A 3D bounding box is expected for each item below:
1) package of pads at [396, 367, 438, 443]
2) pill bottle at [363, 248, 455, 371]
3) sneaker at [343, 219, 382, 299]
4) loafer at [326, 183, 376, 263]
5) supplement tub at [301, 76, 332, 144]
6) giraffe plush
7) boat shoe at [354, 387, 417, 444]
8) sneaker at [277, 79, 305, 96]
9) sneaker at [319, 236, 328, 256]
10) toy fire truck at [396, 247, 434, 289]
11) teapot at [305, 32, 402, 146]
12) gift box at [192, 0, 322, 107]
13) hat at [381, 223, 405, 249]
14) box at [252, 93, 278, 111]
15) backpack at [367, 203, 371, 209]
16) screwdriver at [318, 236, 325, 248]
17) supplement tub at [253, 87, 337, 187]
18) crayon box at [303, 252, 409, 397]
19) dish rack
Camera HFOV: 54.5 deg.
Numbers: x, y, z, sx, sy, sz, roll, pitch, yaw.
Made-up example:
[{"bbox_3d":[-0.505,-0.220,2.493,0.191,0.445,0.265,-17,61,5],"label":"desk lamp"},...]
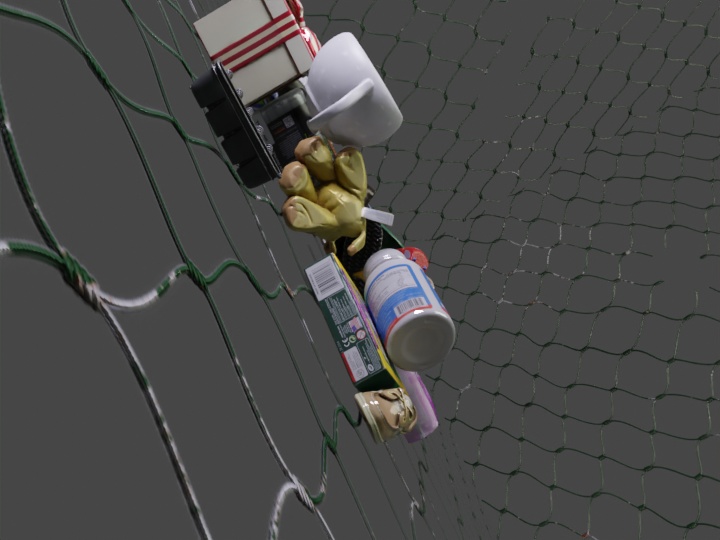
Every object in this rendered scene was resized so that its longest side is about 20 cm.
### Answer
[{"bbox_3d":[0.072,0.205,1.305,0.204,0.074,0.121,63,6,-10],"label":"package of pads"},{"bbox_3d":[0.067,0.053,1.103,0.114,0.110,0.202,60,4,-36],"label":"pill bottle"},{"bbox_3d":[0.000,0.000,1.305,0.090,0.068,0.207,75,23,-82],"label":"sneaker"},{"bbox_3d":[-0.016,-0.078,1.334,0.073,0.069,0.206,165,-59,-84],"label":"loafer"},{"bbox_3d":[-0.161,-0.419,1.878,0.202,0.142,0.147,59,4,-48],"label":"supplement tub"},{"bbox_3d":[-0.057,-0.110,1.191,0.197,0.176,0.162,31,-15,-13],"label":"giraffe plush"},{"bbox_3d":[0.040,0.192,0.962,0.076,0.065,0.200,63,3,15],"label":"boat shoe"},{"bbox_3d":[-0.104,-0.294,1.391,0.203,0.065,0.091,65,-4,-31],"label":"sneaker"},{"bbox_3d":[-0.067,-0.103,1.509,0.204,0.076,0.073,61,5,-8],"label":"sneaker"},{"bbox_3d":[0.087,0.046,1.240,0.048,0.204,0.139,35,-25,-28],"label":"toy fire truck"},{"bbox_3d":[-0.029,-0.280,1.166,0.200,0.144,0.200,61,8,32],"label":"teapot"},{"bbox_3d":[-0.176,-0.414,1.259,0.188,0.183,0.201,61,4,-18],"label":"gift box"},{"bbox_3d":[-0.003,0.005,1.417,0.198,0.177,0.166,38,-13,14],"label":"hat"},{"bbox_3d":[-0.162,-0.303,1.449,0.071,0.063,0.203,-57,133,-37],"label":"box"},{"bbox_3d":[-0.045,-0.143,1.650,0.185,0.132,0.201,61,4,-27],"label":"backpack"},{"bbox_3d":[-0.105,-0.110,1.390,0.029,0.028,0.204,-11,73,-54],"label":"screwdriver"},{"bbox_3d":[-0.114,-0.225,1.312,0.204,0.120,0.123,63,3,-11],"label":"supplement tub"},{"bbox_3d":[-0.004,0.101,1.067,0.203,0.057,0.173,64,2,29],"label":"crayon box"},{"bbox_3d":[-0.161,-0.194,0.916,0.156,0.053,0.201,63,3,-19],"label":"dish rack"}]
